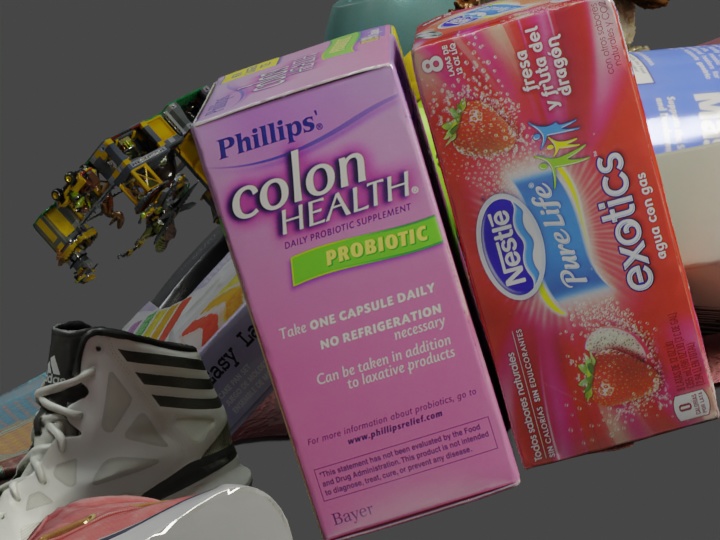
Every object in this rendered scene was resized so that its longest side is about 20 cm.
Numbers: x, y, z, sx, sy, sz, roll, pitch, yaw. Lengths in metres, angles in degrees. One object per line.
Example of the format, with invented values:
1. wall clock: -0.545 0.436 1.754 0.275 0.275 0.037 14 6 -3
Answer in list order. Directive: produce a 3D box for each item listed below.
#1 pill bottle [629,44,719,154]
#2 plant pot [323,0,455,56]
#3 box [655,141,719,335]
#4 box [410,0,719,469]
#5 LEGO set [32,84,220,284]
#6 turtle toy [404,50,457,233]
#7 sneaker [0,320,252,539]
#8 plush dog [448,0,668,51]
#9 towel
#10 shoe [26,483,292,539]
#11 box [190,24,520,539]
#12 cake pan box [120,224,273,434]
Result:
1. pill bottle: 0.198 -0.069 1.472 0.199 0.113 0.112 -7 7 -16
2. plant pot: 0.060 -0.145 2.018 0.199 0.162 0.201 -18 10 3
3. box: 0.157 -0.012 1.322 0.199 0.069 0.082 -10 -29 42
4. box: 0.092 -0.024 1.215 0.095 0.201 0.100 -15 11 6
5. LEGO set: -0.155 -0.051 2.154 0.154 0.116 0.200 -46 -8 28
6. turtle toy: 0.073 -0.046 1.577 0.101 0.147 0.199 -33 -21 28
7. sneaker: -0.156 0.091 1.288 0.200 0.116 0.076 -24 12 -28
8. plush dog: 0.142 -0.125 1.735 0.199 0.173 0.160 -15 10 21
9. towel: -0.216 0.102 1.603 0.146 0.022 0.200 -22 11 -16
10. shoe: -0.128 0.144 1.110 0.199 0.072 0.091 -22 7 -37
11. box: 0.000 0.000 1.256 0.096 0.201 0.176 -18 10 4
12. cake pan box: -0.062 0.014 1.500 0.184 0.052 0.200 -45 14 -4
